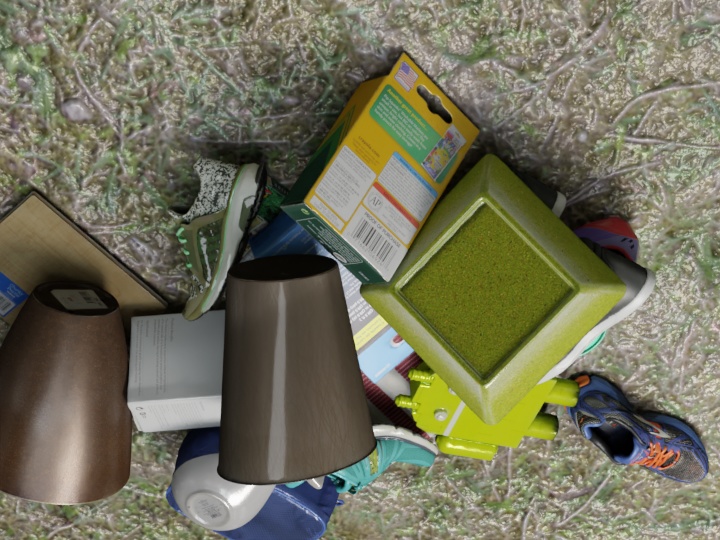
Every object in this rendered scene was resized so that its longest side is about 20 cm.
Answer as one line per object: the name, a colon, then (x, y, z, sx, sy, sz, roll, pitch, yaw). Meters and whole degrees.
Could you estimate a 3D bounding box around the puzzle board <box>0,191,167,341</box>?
puzzle board: (-0.335, 0.018, 1.787, 0.151, 0.017, 0.200, -37, 115, 24)

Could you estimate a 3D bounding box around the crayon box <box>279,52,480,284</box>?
crayon box: (0.022, -0.103, 1.630, 0.126, 0.200, 0.052, 43, 155, -24)

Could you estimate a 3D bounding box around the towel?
towel: (0.037, 0.143, 1.861, 0.200, 0.023, 0.144, -37, 114, 20)

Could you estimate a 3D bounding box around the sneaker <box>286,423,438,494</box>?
sneaker: (-0.006, 0.211, 1.809, 0.199, 0.080, 0.077, 5, 170, -28)

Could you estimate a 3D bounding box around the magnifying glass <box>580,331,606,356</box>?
magnifying glass: (0.178, 0.077, 1.803, 0.199, 0.022, 0.080, -14, 120, 5)

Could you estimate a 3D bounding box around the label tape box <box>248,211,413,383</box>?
label tape box: (0.000, 0.000, 1.714, 0.143, 0.066, 0.200, -41, 114, 5)

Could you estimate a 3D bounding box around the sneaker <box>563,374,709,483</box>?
sneaker: (0.317, 0.199, 1.859, 0.200, 0.079, 0.075, 27, 121, -16)

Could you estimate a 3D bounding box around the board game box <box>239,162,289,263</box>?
board game box: (-0.074, -0.024, 1.751, 0.200, 0.023, 0.105, 34, 116, -20)

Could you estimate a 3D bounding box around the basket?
basket: (-0.071, 0.093, 1.625, 0.180, 0.136, 0.201, -16, 108, -38)

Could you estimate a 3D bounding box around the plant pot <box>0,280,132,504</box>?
plant pot: (-0.325, 0.120, 1.757, 0.186, 0.187, 0.201, 12, 109, -7)

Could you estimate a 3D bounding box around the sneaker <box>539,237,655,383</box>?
sneaker: (0.203, 0.038, 1.681, 0.099, 0.071, 0.200, 36, 123, -16)

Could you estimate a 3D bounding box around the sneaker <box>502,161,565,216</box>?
sneaker: (0.119, -0.026, 1.677, 0.099, 0.071, 0.200, 38, 80, -13)

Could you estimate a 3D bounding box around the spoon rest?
spoon rest: (-0.119, 0.227, 1.733, 0.200, 0.061, 0.099, -21, 117, 33)

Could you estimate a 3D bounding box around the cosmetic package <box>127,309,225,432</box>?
cosmetic package: (-0.150, 0.107, 1.775, 0.199, 0.113, 0.081, -2, 150, 4)

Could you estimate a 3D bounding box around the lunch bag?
lunch bag: (-0.107, 0.230, 1.852, 0.200, 0.133, 0.136, 32, 136, -14)

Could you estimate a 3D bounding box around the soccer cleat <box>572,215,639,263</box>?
soccer cleat: (0.202, 0.000, 1.729, 0.199, 0.077, 0.067, -19, 121, 13)

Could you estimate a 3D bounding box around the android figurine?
android figurine: (0.139, 0.143, 1.812, 0.199, 0.041, 0.182, 12, 133, -17)

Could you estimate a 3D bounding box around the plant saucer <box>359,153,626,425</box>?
plant saucer: (0.126, 0.019, 1.607, 0.200, 0.048, 0.200, 46, 99, 10)

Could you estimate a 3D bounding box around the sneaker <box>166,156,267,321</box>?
sneaker: (-0.164, -0.040, 1.698, 0.088, 0.077, 0.200, 24, 116, 2)
